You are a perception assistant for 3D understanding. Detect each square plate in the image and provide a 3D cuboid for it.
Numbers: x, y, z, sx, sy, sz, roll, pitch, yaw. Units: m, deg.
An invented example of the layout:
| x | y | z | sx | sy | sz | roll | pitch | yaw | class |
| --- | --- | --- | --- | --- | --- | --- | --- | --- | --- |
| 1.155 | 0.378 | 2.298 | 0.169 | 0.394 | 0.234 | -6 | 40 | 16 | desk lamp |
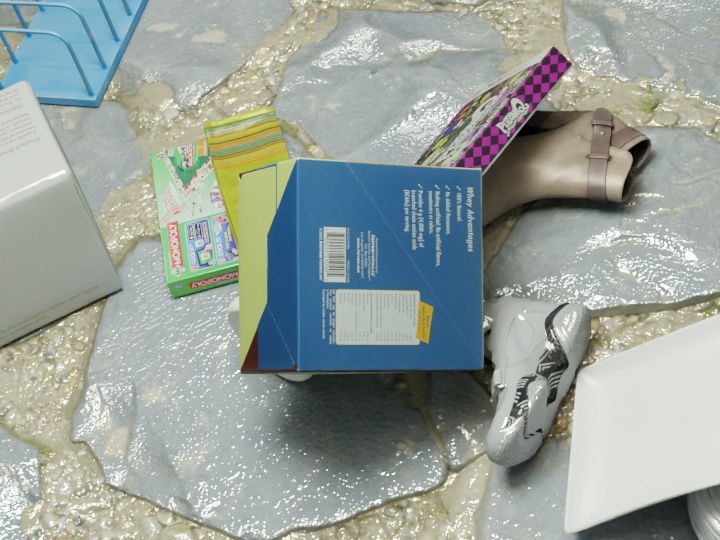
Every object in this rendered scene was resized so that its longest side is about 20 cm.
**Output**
| x | y | z | sx | sy | sz | roll | pitch | yaw | class |
| --- | --- | --- | --- | --- | --- | --- | --- | --- | --- |
| 0.281 | 0.141 | 1.600 | 0.198 | 0.028 | 0.200 | -25 | 37 | 33 | square plate |

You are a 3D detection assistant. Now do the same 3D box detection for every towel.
| x | y | z | sx | sy | sz | roll | pitch | yaw | class |
| --- | --- | --- | --- | --- | --- | --- | --- | --- | --- |
| -0.116 | -0.103 | 1.921 | 0.086 | 0.018 | 0.200 | -19 | 51 | 0 | towel |

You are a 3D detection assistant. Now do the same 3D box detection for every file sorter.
| x | y | z | sx | sy | sz | roll | pitch | yaw | class |
| --- | --- | --- | --- | --- | --- | --- | --- | --- | --- |
| -0.369 | -0.318 | 2.125 | 0.139 | 0.123 | 0.200 | 5 | 55 | 19 | file sorter |

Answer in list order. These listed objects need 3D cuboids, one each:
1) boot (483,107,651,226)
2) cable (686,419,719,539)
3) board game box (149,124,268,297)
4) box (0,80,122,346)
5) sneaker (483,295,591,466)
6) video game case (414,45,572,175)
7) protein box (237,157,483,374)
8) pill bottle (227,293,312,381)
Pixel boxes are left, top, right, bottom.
| x | y | z | sx | sy | sz | roll | pitch | yaw | class |
| --- | --- | --- | --- | --- | --- | --- | --- | --- | --- |
| 0.213 | -0.101 | 1.837 | 0.146 | 0.070 | 0.200 | 19 | 59 | 26 | boot |
| 0.393 | 0.197 | 1.554 | 0.200 | 0.069 | 0.200 | 2 | 53 | 16 | cable |
| -0.159 | -0.069 | 1.935 | 0.134 | 0.029 | 0.200 | -15 | 50 | 3 | board game box |
| -0.395 | -0.053 | 1.873 | 0.199 | 0.200 | 0.171 | -26 | 49 | -7 | box |
| 0.141 | 0.102 | 1.695 | 0.115 | 0.075 | 0.200 | 15 | 53 | 25 | sneaker |
| 0.118 | -0.139 | 1.839 | 0.036 | 0.181 | 0.200 | 44 | 67 | -10 | video game case |
| 0.000 | 0.000 | 1.665 | 0.200 | 0.135 | 0.199 | 1 | 86 | -28 | protein box |
| -0.034 | 0.008 | 1.787 | 0.113 | 0.113 | 0.200 | 28 | 63 | 31 | pill bottle |
